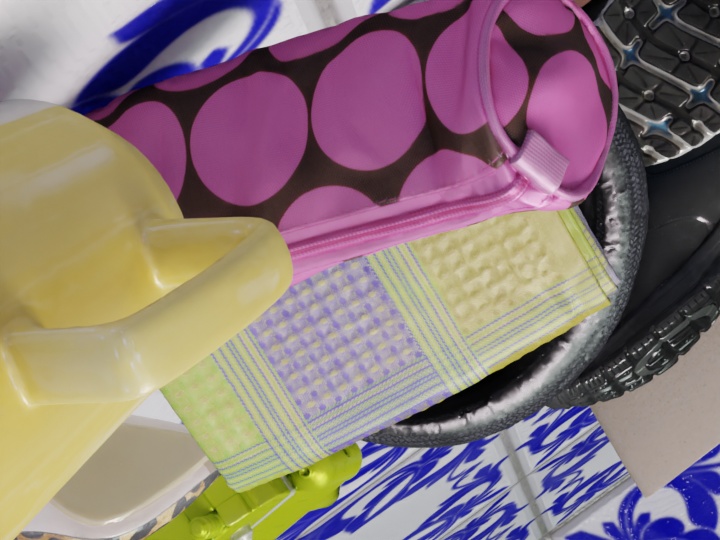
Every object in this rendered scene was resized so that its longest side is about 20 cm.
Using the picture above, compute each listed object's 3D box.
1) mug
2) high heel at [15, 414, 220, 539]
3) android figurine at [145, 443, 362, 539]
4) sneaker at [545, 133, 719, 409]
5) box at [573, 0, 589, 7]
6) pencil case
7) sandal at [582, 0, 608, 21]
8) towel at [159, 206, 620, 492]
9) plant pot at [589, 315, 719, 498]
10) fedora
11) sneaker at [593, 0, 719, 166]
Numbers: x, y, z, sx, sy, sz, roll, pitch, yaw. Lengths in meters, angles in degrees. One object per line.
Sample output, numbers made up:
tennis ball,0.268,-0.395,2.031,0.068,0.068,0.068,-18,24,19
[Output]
mug,-0.119,0.023,0.980,0.153,0.186,0.150,-35,145,-47
high heel,-0.159,0.132,1.464,0.200,0.071,0.143,-17,157,-13
android figurine,-0.082,0.166,1.894,0.182,0.041,0.200,-40,169,15
sneaker,0.142,-0.019,1.370,0.200,0.091,0.076,-45,164,-6
box,0.108,-0.169,1.098,0.200,0.075,0.100,-37,168,-7
pencil case,-0.009,-0.037,1.056,0.200,0.091,0.094,-18,-146,30
sandal,0.078,-0.085,1.392,0.076,0.043,0.200,-30,166,-27
towel,0.000,0.000,1.263,0.200,0.144,0.023,-30,-155,5
plant pot,0.179,-0.034,1.498,0.200,0.177,0.200,-40,179,18
fedora,0.029,-0.024,1.321,0.201,0.201,0.092,-38,-156,7
sneaker,0.167,-0.127,1.347,0.200,0.078,0.090,-51,179,-2
